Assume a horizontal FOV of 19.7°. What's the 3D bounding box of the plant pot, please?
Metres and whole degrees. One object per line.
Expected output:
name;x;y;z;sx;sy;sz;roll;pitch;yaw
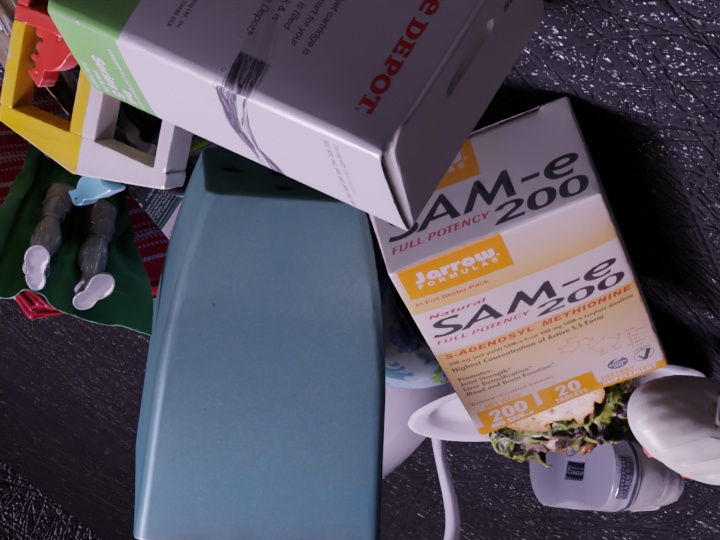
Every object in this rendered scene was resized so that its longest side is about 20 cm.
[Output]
plant pot;-0.055;0.039;1.198;0.140;0.202;0.142;3;-160;-7

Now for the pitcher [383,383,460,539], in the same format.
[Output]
pitcher;0.017;0.110;1.484;0.170;0.201;0.121;25;161;6

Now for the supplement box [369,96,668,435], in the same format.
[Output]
supplement box;0.092;0.003;1.184;0.200;0.125;0.074;58;-167;-54

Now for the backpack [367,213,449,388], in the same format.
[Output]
backpack;0.000;0.000;1.358;0.199;0.154;0.163;32;171;38

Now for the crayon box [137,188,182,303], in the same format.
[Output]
crayon box;-0.090;0.004;1.509;0.051;0.126;0.200;14;154;45

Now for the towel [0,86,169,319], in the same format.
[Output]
towel;-0.202;-0.049;1.312;0.144;0.023;0.200;-9;-129;-50

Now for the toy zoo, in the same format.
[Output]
toy zoo;-0.143;-0.133;1.176;0.131;0.202;0.020;23;-160;28

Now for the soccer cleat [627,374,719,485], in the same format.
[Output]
soccer cleat;0.261;0.107;1.276;0.199;0.070;0.078;22;153;-12

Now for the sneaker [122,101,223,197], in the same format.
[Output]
sneaker;-0.112;-0.106;1.313;0.082;0.071;0.200;-1;161;-13

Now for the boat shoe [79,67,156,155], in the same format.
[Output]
boat shoe;-0.173;-0.112;1.436;0.062;0.073;0.200;25;166;11

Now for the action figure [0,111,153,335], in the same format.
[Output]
action figure;-0.170;-0.050;1.266;0.117;0.201;0.055;25;122;-17

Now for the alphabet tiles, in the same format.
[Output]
alphabet tiles;-0.226;-0.142;1.425;0.200;0.006;0.167;33;154;57

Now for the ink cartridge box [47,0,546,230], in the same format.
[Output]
ink cartridge box;-0.028;-0.130;1.022;0.199;0.146;0.084;26;161;22

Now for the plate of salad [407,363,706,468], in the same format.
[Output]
plate of salad;0.130;0.097;1.359;0.198;0.048;0.200;-8;163;-2

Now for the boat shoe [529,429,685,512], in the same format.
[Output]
boat shoe;0.181;0.143;1.515;0.069;0.072;0.200;7;177;-14
